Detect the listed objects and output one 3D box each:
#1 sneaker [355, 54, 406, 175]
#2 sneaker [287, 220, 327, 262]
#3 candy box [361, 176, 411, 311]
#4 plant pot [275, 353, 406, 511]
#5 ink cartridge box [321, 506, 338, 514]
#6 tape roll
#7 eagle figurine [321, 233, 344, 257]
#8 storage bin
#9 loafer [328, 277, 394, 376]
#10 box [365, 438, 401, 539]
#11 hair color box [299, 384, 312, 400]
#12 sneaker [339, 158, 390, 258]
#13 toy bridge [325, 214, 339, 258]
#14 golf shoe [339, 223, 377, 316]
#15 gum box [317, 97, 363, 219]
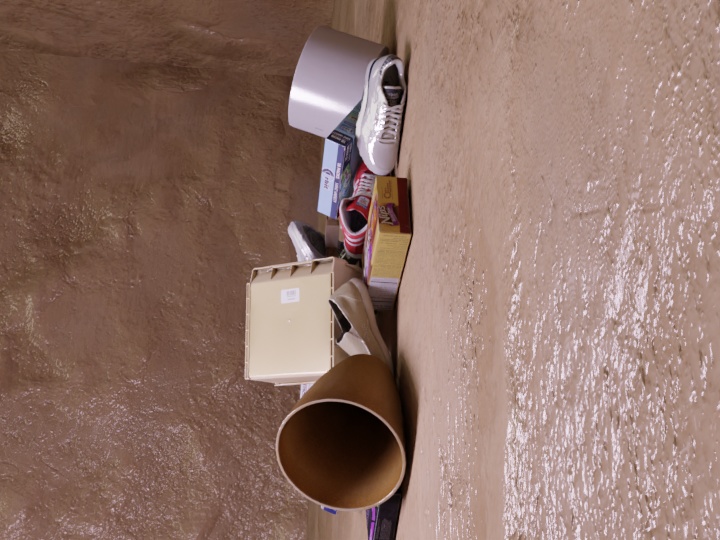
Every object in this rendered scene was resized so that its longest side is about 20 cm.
[{"bbox_3d":[0.041,-0.262,1.649,0.080,0.075,0.203,-159,67,-65],"label":"sneaker"},{"bbox_3d":[-0.093,0.002,1.838,0.078,0.099,0.202,-10,-114,-58],"label":"sneaker"},{"bbox_3d":[0.039,-0.041,1.566,0.201,0.056,0.118,103,168,-52],"label":"candy box"},{"bbox_3d":[-0.011,0.212,1.429,0.201,0.183,0.189,-69,-13,-61],"label":"plant pot"},{"bbox_3d":[-0.016,0.334,1.844,0.197,0.043,0.202,102,-170,-56],"label":"ink cartridge box"},{"bbox_3d":[-0.041,-0.353,1.871,0.203,0.137,0.205,20,-90,-82],"label":"tape roll"},{"bbox_3d":[-0.012,-0.052,1.898,0.151,0.150,0.201,39,100,33],"label":"eagle figurine"},{"bbox_3d":[-0.096,0.091,1.673,0.093,0.198,0.202,14,-107,-52],"label":"storage bin"},{"bbox_3d":[-0.002,0.116,1.565,0.076,0.067,0.203,146,107,-71],"label":"loafer"},{"bbox_3d":[0.030,0.331,1.509,0.201,0.035,0.145,-94,10,-61],"label":"box"},{"bbox_3d":[-0.043,0.201,1.819,0.200,0.060,0.100,-38,41,48],"label":"hair color box"},{"bbox_3d":[0.010,-0.132,1.689,0.113,0.070,0.203,78,-158,-71],"label":"sneaker"},{"bbox_3d":[-0.053,-0.066,1.800,0.068,0.027,0.202,93,176,-50],"label":"toy bridge"},{"bbox_3d":[0.000,0.000,1.782,0.077,0.087,0.203,-119,32,-76],"label":"golf shoe"},{"bbox_3d":[-0.008,-0.220,1.781,0.201,0.044,0.171,-55,-18,-41],"label":"gum box"}]
